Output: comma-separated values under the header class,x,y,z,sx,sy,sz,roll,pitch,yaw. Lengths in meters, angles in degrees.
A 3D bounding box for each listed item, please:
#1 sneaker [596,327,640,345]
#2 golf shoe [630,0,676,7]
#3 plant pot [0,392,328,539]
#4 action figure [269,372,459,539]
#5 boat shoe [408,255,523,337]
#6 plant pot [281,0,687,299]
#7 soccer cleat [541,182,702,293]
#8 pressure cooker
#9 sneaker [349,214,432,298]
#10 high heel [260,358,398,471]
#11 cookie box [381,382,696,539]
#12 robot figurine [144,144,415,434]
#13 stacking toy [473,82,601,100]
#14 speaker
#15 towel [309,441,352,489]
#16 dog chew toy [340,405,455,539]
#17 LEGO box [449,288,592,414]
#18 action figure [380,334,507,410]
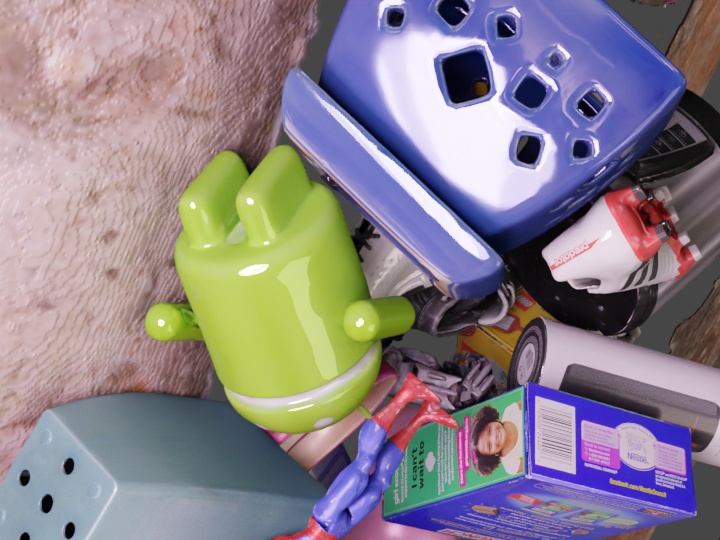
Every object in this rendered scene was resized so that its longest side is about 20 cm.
class,x,y,z,sx,sy,sz,roll,pitch,yaw
sneaker,0.231,0.026,1.286,0.075,0.087,0.199,-55,147,6
golf shoe,0.270,-0.296,1.057,0.200,0.072,0.093,-48,143,-30
plant pot,-0.145,0.169,0.878,0.199,0.141,0.142,25,99,-53
action figure,0.001,0.175,0.851,0.200,0.099,0.065,-46,139,-7
boat shoe,0.101,0.023,1.123,0.199,0.071,0.073,-20,134,-45
plant pot,0.065,-0.098,0.810,0.180,0.200,0.200,-47,173,1
soccer cleat,0.184,-0.017,0.900,0.085,0.069,0.200,-29,169,19
pressure cooker,0.232,-0.064,1.091,0.199,0.178,0.177,-35,105,-27
sneaker,0.000,0.000,0.985,0.200,0.073,0.081,-43,132,-27
high heel,-0.043,0.150,0.987,0.067,0.095,0.202,39,73,-52
cookie box,0.137,0.165,1.022,0.169,0.076,0.199,17,153,-27
robot figurine,-0.052,0.021,0.848,0.116,0.173,0.202,-61,142,-51
stacking toy,0.095,-0.132,0.972,0.199,0.085,0.086,-21,136,-35
speaker,0.226,0.102,1.057,0.198,0.081,0.082,16,113,-12
towel,-0.083,0.208,1.076,0.201,0.024,0.148,-53,149,-22
dog chew toy,0.037,0.223,1.139,0.125,0.123,0.201,73,36,-52
LEGO box,0.182,0.124,1.205,0.077,0.199,0.150,-31,142,-31
action figure,0.063,0.091,1.077,0.199,0.129,0.070,27,89,-56
